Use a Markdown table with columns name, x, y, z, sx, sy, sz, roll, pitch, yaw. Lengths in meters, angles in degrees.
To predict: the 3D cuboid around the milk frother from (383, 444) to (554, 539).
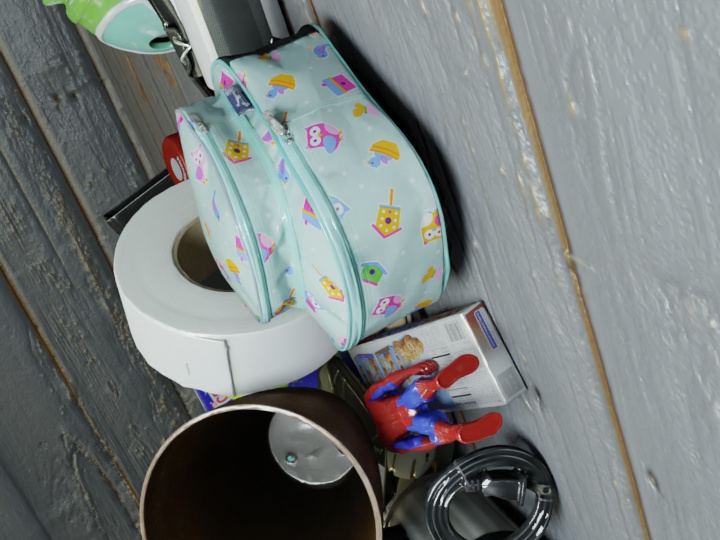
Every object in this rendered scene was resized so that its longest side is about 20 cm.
| name | x | y | z | sx | sy | sz | roll | pitch | yaw |
| --- | --- | --- | --- | --- | --- | --- | --- | --- | --- |
| milk frother | 0.093 | 0.218 | 0.786 | 0.188 | 0.180 | 0.201 | 33 | 106 | 64 |

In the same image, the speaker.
| name | x | y | z | sx | sy | sz | roll | pitch | yaw |
| --- | --- | --- | --- | --- | --- | --- | --- | --- | --- |
| speaker | -0.118 | -0.246 | 0.726 | 0.081 | 0.081 | 0.201 | 45 | 158 | 53 |

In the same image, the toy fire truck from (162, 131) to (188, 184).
| name | x | y | z | sx | sy | sz | roll | pitch | yaw |
| --- | --- | --- | --- | --- | --- | --- | --- | --- | --- |
| toy fire truck | -0.114 | -0.071 | 0.975 | 0.168 | 0.112 | 0.201 | 33 | 139 | 48 |

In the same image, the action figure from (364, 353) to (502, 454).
| name | x | y | z | sx | sy | sz | roll | pitch | yaw |
| --- | --- | --- | --- | --- | --- | --- | --- | --- | --- |
| action figure | 0.045 | 0.103 | 0.693 | 0.066 | 0.051 | 0.200 | 64 | 158 | 3 |

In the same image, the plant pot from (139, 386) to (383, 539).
| name | x | y | z | sx | sy | sz | roll | pitch | yaw |
| --- | --- | --- | --- | --- | --- | --- | --- | --- | --- |
| plant pot | -0.058 | 0.174 | 0.784 | 0.188 | 0.186 | 0.200 | 63 | -167 | -3 |

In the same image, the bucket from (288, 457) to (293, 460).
| name | x | y | z | sx | sy | sz | roll | pitch | yaw |
| --- | --- | --- | --- | --- | --- | --- | --- | --- | --- |
| bucket | -0.075 | 0.214 | 1.371 | 0.208 | 0.134 | 0.207 | 58 | 167 | 21 |

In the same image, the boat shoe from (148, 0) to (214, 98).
| name | x | y | z | sx | sy | sz | roll | pitch | yaw |
| --- | --- | --- | --- | --- | --- | --- | --- | --- | --- |
| boat shoe | -0.132 | -0.203 | 0.816 | 0.200 | 0.071 | 0.068 | 57 | -153 | -47 |

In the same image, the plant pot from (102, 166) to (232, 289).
| name | x | y | z | sx | sy | sz | roll | pitch | yaw |
| --- | --- | --- | --- | --- | --- | --- | --- | --- | --- |
| plant pot | -0.183 | -0.056 | 1.159 | 0.178 | 0.199 | 0.200 | 53 | 169 | -13 |

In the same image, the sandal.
| name | x | y | z | sx | sy | sz | roll | pitch | yaw |
| --- | --- | --- | --- | --- | --- | --- | --- | --- | --- |
| sandal | 0.033 | 0.165 | 0.982 | 0.201 | 0.057 | 0.080 | 41 | 139 | 8 |

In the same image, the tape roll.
| name | x | y | z | sx | sy | sz | roll | pitch | yaw |
| --- | --- | --- | --- | --- | --- | --- | --- | --- | --- |
| tape roll | -0.098 | 0.004 | 0.773 | 0.203 | 0.201 | 0.071 | 52 | 154 | 39 |

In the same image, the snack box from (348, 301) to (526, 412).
| name | x | y | z | sx | sy | sz | roll | pitch | yaw |
| --- | --- | --- | --- | --- | --- | --- | --- | --- | --- |
| snack box | 0.052 | 0.076 | 0.736 | 0.072 | 0.024 | 0.200 | 62 | 153 | -1 |

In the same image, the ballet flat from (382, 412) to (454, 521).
| name | x | y | z | sx | sy | sz | roll | pitch | yaw |
| --- | --- | --- | --- | --- | --- | --- | --- | --- | --- |
| ballet flat | 0.051 | 0.192 | 0.899 | 0.067 | 0.064 | 0.201 | 14 | 127 | 19 |

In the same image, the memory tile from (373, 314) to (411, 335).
| name | x | y | z | sx | sy | sz | roll | pitch | yaw |
| --- | --- | --- | --- | --- | --- | --- | --- | --- | --- |
| memory tile | 0.000 | 0.000 | 0.833 | 0.153 | 0.017 | 0.201 | 29 | 137 | 63 |

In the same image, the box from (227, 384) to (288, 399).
| name | x | y | z | sx | sy | sz | roll | pitch | yaw |
| --- | --- | --- | --- | --- | --- | --- | --- | --- | --- |
| box | -0.089 | 0.063 | 0.932 | 0.047 | 0.123 | 0.200 | 26 | 161 | -12 |

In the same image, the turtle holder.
| name | x | y | z | sx | sy | sz | roll | pitch | yaw |
| --- | --- | --- | --- | --- | --- | --- | --- | --- | --- |
| turtle holder | -0.192 | -0.285 | 0.865 | 0.131 | 0.185 | 0.141 | 32 | -146 | -22 |

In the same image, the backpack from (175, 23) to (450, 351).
| name | x | y | z | sx | sy | sz | roll | pitch | yaw |
| --- | --- | --- | --- | --- | --- | --- | --- | --- | --- |
| backpack | -0.031 | -0.046 | 0.647 | 0.200 | 0.153 | 0.176 | 46 | 155 | 32 |

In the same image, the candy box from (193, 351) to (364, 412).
| name | x | y | z | sx | sy | sz | roll | pitch | yaw |
| --- | --- | --- | --- | --- | --- | --- | --- | --- | --- |
| candy box | -0.094 | 0.106 | 1.079 | 0.169 | 0.199 | 0.077 | 54 | 165 | 34 |
